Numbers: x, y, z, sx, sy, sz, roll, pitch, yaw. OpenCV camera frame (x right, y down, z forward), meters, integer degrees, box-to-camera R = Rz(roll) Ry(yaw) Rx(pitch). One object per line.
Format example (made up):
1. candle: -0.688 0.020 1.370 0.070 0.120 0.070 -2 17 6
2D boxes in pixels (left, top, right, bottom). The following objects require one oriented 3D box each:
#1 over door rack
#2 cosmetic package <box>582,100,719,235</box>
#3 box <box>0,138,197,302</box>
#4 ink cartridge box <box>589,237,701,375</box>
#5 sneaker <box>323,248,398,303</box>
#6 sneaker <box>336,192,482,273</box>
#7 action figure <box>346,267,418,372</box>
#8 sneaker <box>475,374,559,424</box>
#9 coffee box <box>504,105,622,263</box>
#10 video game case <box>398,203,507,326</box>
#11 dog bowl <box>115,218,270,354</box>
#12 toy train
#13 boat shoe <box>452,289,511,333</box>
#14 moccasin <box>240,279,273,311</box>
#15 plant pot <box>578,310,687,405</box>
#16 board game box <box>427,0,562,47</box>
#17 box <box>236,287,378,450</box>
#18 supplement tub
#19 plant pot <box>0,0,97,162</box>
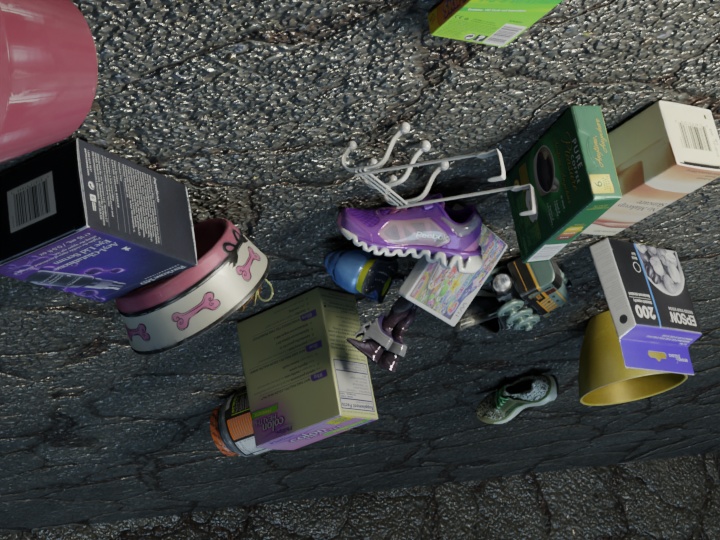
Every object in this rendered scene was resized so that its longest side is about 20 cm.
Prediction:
1. over door rack: 0.096 -0.117 1.544 0.198 0.068 0.148 4 168 25
2. cosmetic package: 0.342 -0.123 1.659 0.102 0.088 0.199 2 158 -35
3. box: -0.299 -0.050 1.486 0.147 0.106 0.199 -21 158 26
4. ink cartridge box: 0.450 0.057 2.061 0.197 0.202 0.043 8 152 -45
5. sneaker: 0.000 0.000 1.889 0.078 0.067 0.200 23 -179 15
6. sneaker: 0.070 -0.063 1.714 0.197 0.081 0.089 11 116 -8
7. action figure: 0.070 0.044 1.909 0.201 0.069 0.130 -54 156 -5
8. sneaker: 0.313 0.258 2.795 0.199 0.078 0.088 -29 142 30
9. coffee box: 0.242 -0.100 1.616 0.043 0.125 0.200 -2 158 -20
10. video game case: 0.132 -0.004 1.859 0.144 0.018 0.200 -57 153 2
11. dog bowl: -0.212 0.012 1.619 0.198 0.074 0.201 -27 -160 11
12. toy train: 0.266 0.030 2.079 0.113 0.086 0.200 -26 158 13
13. boat shoe: 0.221 0.073 2.195 0.198 0.068 0.072 3 155 -40
14. moccasin: -0.164 0.018 1.808 0.077 0.074 0.202 -14 160 -19
15. plant pot: 0.483 0.150 2.439 0.197 0.144 0.200 -9 161 -3
16. board game box: 0.156 -0.269 1.230 0.095 0.030 0.199 2 160 -35
17. box: -0.083 0.153 2.042 0.175 0.203 0.096 -24 157 33
18. supplement tub: -0.172 0.268 2.447 0.198 0.124 0.122 -20 159 29
19. plant pot: -0.313 -0.161 1.052 0.199 0.202 0.178 -23 173 33
